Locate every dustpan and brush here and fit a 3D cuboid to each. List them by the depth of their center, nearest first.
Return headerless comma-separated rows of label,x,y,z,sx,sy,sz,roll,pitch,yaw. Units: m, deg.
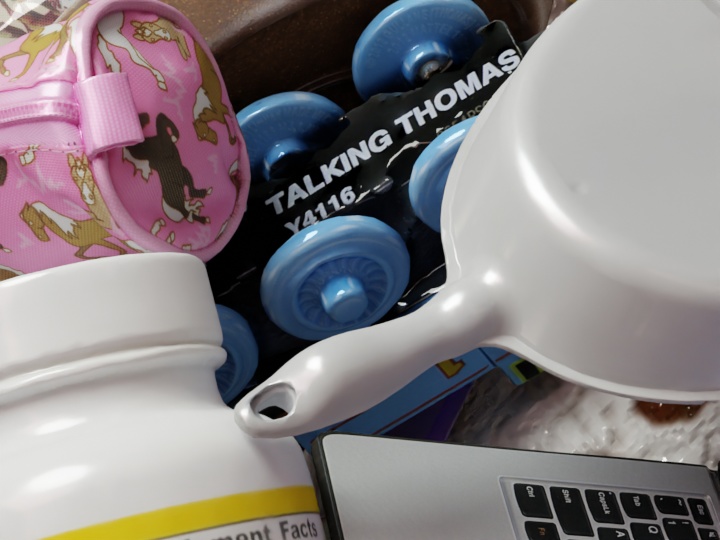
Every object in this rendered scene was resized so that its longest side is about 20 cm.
dustpan and brush,0.054,-0.005,0.682,0.140,0.199,0.057,52,144,27

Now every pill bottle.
pill bottle,-0.057,0.102,0.675,0.111,0.111,0.201,-20,79,33

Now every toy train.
toy train,0.000,0.000,0.789,0.199,0.114,0.087,-32,46,9

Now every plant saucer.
plant saucer,-0.018,-0.060,0.826,0.200,0.200,0.035,-37,64,18

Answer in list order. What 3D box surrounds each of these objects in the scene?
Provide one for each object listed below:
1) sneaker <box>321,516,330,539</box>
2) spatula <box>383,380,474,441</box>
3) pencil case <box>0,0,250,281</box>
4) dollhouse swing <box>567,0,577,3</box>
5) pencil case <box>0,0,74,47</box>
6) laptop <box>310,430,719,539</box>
sneaker,-0.048,0.165,0.771,0.200,0.106,0.075,-41,5,-33
spatula,-0.039,0.024,0.888,0.199,0.021,0.057,16,72,37
pencil case,-0.129,-0.022,0.749,0.199,0.083,0.087,-13,26,29
dollhouse swing,0.053,-0.230,0.888,0.181,0.176,0.201,-31,41,24
pencil case,-0.141,-0.029,0.876,0.200,0.089,0.078,-45,36,-3
laptop,0.110,0.081,0.636,0.188,0.199,0.116,-105,29,-46
